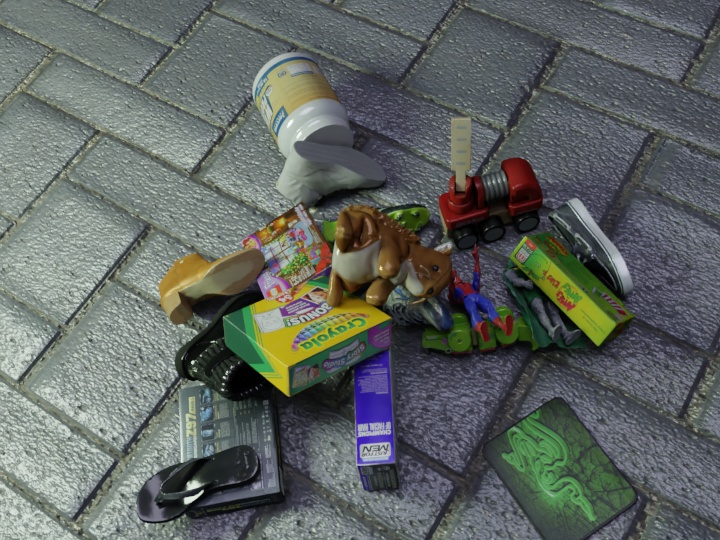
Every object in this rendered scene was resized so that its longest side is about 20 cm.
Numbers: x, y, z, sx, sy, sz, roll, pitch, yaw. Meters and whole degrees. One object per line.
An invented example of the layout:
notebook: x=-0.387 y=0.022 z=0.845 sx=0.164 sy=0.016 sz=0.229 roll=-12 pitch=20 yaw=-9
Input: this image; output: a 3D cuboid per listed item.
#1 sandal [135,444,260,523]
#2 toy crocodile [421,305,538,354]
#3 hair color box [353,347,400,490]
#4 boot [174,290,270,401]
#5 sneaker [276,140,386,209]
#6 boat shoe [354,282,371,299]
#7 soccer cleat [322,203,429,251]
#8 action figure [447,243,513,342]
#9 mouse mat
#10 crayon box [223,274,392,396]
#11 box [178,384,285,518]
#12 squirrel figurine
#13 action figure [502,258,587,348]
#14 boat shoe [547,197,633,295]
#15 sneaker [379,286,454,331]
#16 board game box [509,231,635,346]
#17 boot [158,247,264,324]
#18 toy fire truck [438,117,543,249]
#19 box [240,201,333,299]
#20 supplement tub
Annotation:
sandal: x=-0.248 y=0.311 z=1.366 sx=0.197 sy=0.043 sz=0.077 roll=-25 pitch=60 yaw=-5
toy crocodile: x=0.196 y=0.105 z=1.481 sx=0.195 sy=0.063 sz=0.068 roll=-8 pitch=22 yaw=2
hair color box: x=0.024 y=0.221 z=1.402 sx=0.063 sy=0.110 sz=0.204 roll=-6 pitch=57 yaw=3
boot: x=-0.182 y=0.120 z=1.466 sx=0.156 sy=0.080 sz=0.211 roll=8 pitch=45 yaw=44
sneaker: x=-0.059 y=-0.165 z=1.672 sx=0.196 sy=0.116 sz=0.075 roll=11 pitch=42 yaw=-29
boat shoe: x=0.000 y=0.000 z=1.534 sx=0.201 sy=0.060 sz=0.074 roll=-49 pitch=26 yaw=2
soccer cleat: x=0.024 y=-0.089 z=1.621 sx=0.196 sy=0.068 sz=0.082 roll=-16 pitch=45 yaw=-1
action figure: x=0.182 y=0.028 z=1.466 sx=0.064 sy=0.101 sz=0.200 roll=-12 pitch=20 yaw=-10
mouse mat: x=0.298 y=0.304 z=1.373 sx=0.159 sy=0.008 sz=0.201 roll=-30 pitch=59 yaw=-11
crayon box: x=-0.079 y=0.092 z=1.378 sx=0.198 sy=0.059 sz=0.171 roll=-23 pitch=35 yaw=-34
box: x=-0.204 y=0.273 z=1.436 sx=0.154 sy=0.051 sz=0.204 roll=-11 pitch=59 yaw=1
squirrel figurine: x=0.051 y=-0.028 z=1.408 sx=0.182 sy=0.144 sz=0.201 roll=9 pitch=28 yaw=0
action figure: x=0.285 y=0.044 z=1.484 sx=0.116 sy=0.055 sz=0.201 roll=16 pitch=29 yaw=-33
boat shoe: x=0.382 y=-0.032 z=1.529 sx=0.067 sy=0.072 sz=0.202 roll=-26 pitch=61 yaw=-3
sneaker: x=0.081 y=0.061 z=1.500 sx=0.085 sy=0.077 sz=0.200 roll=-43 pitch=35 yaw=-5
board game box: x=0.340 y=0.026 z=1.465 sx=0.200 sy=0.101 sz=0.048 roll=48 pitch=118 yaw=20
boot: x=-0.263 y=0.000 z=1.569 sx=0.199 sy=0.071 sz=0.144 roll=-35 pitch=33 yaw=0
toy fire truck: x=0.215 y=-0.158 z=1.553 sx=0.172 sy=0.201 sz=0.131 roll=-15 pitch=57 yaw=-2
box: x=-0.119 y=-0.022 z=1.563 sx=0.135 sy=0.039 sz=0.201 roll=-33 pitch=40 yaw=0
supplement tub: x=-0.107 y=-0.294 z=1.714 sx=0.142 sy=0.146 sz=0.202 roll=-25 pitch=58 yaw=-8
